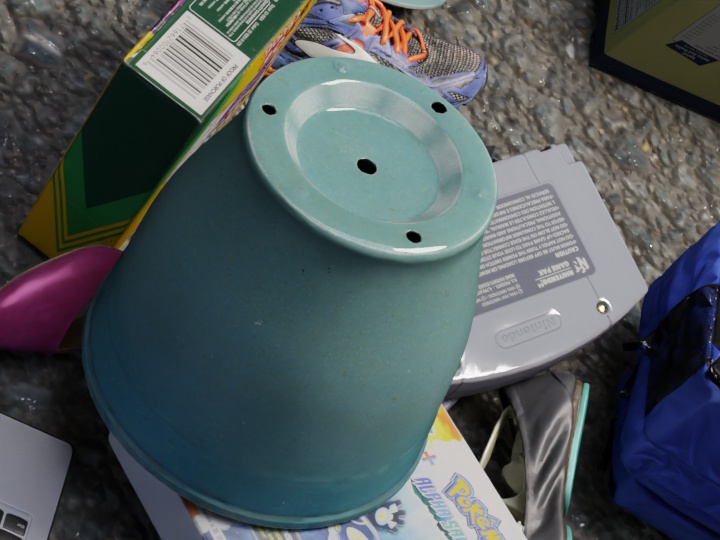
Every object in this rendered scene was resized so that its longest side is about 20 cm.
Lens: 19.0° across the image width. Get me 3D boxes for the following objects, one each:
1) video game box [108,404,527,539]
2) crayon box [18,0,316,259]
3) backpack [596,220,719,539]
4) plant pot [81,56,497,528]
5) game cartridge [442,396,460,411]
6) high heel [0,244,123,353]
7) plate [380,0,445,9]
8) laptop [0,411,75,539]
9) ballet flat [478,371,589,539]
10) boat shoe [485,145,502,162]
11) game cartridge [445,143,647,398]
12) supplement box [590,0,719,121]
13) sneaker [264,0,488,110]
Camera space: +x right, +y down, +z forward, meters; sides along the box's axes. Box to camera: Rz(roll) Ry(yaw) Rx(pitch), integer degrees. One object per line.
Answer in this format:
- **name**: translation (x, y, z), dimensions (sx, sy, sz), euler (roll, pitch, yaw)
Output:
- **video game box**: translation (-0.012, 0.137, 1.163), dimensions (0.182, 0.047, 0.200), euler (-12, 57, -35)
- **crayon box**: translation (-0.100, -0.107, 1.258), dimensions (0.058, 0.173, 0.200), euler (38, 47, -2)
- **backpack**: translation (0.240, 0.070, 1.368), dimensions (0.162, 0.168, 0.200), euler (36, 42, -18)
- **plant pot**: translation (-0.024, -0.002, 1.115), dimensions (0.200, 0.188, 0.200), euler (14, 45, -15)
- **game cartridge**: translation (0.000, 0.000, 1.336), dimensions (0.200, 0.038, 0.130), euler (46, 60, 2)
- **high heel**: translation (-0.124, 0.039, 1.217), dimensions (0.200, 0.067, 0.096), euler (-6, 54, -50)
- **plate**: translation (-0.015, -0.253, 1.474), dimensions (0.200, 0.026, 0.200), euler (30, 29, -18)
- **laptop**: translation (-0.228, 0.108, 1.063), dimensions (0.187, 0.116, 0.200), euler (27, 49, -17)
- **ballet flat**: translation (0.099, 0.151, 1.295), dimensions (0.073, 0.073, 0.200), euler (20, 57, -21)
- **boat shoe**: translation (0.061, -0.061, 1.413), dimensions (0.200, 0.062, 0.075), euler (32, 49, -9)
- **game cartridge**: translation (0.077, 0.005, 1.329), dimensions (0.200, 0.042, 0.133), euler (-18, 79, -31)
- **supplement box**: translation (0.308, -0.209, 1.569), dimensions (0.200, 0.200, 0.134), euler (21, 63, -21)
- **sneaker**: translation (-0.011, -0.154, 1.382), dimensions (0.200, 0.079, 0.075), euler (15, 36, -8)
